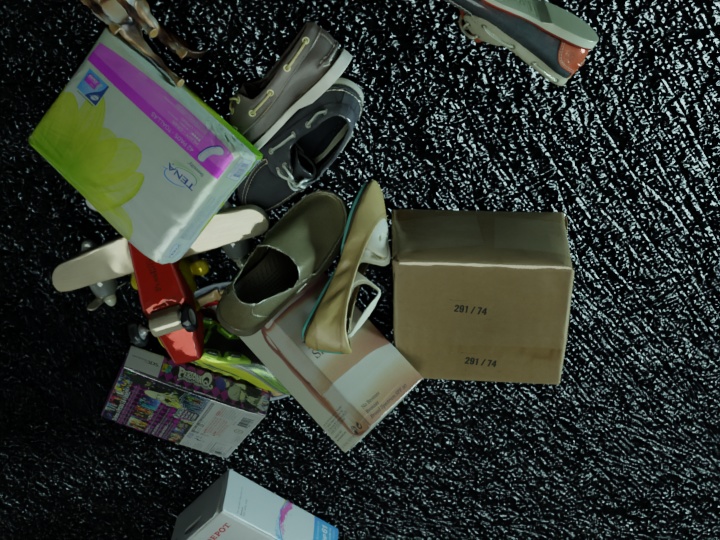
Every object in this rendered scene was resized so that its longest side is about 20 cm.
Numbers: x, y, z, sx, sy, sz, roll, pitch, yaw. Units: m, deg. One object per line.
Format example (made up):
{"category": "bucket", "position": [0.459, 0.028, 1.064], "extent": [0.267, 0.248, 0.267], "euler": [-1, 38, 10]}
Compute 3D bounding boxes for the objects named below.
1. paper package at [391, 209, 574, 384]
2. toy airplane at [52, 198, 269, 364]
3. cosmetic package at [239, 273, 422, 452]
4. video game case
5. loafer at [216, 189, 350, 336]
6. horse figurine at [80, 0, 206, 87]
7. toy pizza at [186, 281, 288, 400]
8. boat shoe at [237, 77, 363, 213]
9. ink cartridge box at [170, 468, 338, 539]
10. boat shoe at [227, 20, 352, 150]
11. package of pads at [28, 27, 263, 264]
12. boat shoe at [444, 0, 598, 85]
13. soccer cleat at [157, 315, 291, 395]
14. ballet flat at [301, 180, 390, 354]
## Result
{"category": "paper package", "position": [0.134, 0.031, 1.244], "extent": [0.199, 0.104, 0.191], "euler": [1, 129, 3]}
{"category": "toy airplane", "position": [-0.225, -0.020, 1.226], "extent": [0.199, 0.141, 0.200], "euler": [29, 97, 7]}
{"category": "cosmetic package", "position": [-0.040, 0.092, 1.240], "extent": [0.200, 0.103, 0.087], "euler": [45, 144, 7]}
{"category": "video game case", "position": [-0.224, 0.171, 1.372], "extent": [0.181, 0.036, 0.200], "euler": [20, 151, -11]}
{"category": "loafer", "position": [-0.076, -0.012, 1.178], "extent": [0.076, 0.200, 0.067], "euler": [37, 159, 0]}
{"category": "horse figurine", "position": [-0.224, -0.249, 1.039], "extent": [0.050, 0.133, 0.200], "euler": [-44, 160, 6]}
{"category": "toy pizza", "position": [-0.144, 0.097, 1.359], "extent": [0.199, 0.032, 0.201], "euler": [2, 127, 3]}
{"category": "boat shoe", "position": [-0.071, -0.121, 1.167], "extent": [0.073, 0.063, 0.200], "euler": [32, 124, -22]}
{"category": "ink cartridge box", "position": [-0.152, 0.389, 1.550], "extent": [0.200, 0.085, 0.145], "euler": [33, 122, -21]}
{"category": "boat shoe", "position": [-0.099, -0.174, 1.126], "extent": [0.200, 0.072, 0.060], "euler": [-38, 110, 24]}
{"category": "package of pads", "position": [-0.223, -0.122, 1.107], "extent": [0.200, 0.068, 0.155], "euler": [42, 105, 7]}
{"category": "boat shoe", "position": [0.134, -0.244, 1.058], "extent": [0.199, 0.071, 0.063], "euler": [22, 129, -18]}
{"category": "soccer cleat", "position": [-0.151, 0.111, 1.311], "extent": [0.199, 0.065, 0.084], "euler": [15, 134, -8]}
{"category": "ballet flat", "position": [0.000, 0.000, 1.190], "extent": [0.063, 0.201, 0.069], "euler": [19, 169, 13]}
